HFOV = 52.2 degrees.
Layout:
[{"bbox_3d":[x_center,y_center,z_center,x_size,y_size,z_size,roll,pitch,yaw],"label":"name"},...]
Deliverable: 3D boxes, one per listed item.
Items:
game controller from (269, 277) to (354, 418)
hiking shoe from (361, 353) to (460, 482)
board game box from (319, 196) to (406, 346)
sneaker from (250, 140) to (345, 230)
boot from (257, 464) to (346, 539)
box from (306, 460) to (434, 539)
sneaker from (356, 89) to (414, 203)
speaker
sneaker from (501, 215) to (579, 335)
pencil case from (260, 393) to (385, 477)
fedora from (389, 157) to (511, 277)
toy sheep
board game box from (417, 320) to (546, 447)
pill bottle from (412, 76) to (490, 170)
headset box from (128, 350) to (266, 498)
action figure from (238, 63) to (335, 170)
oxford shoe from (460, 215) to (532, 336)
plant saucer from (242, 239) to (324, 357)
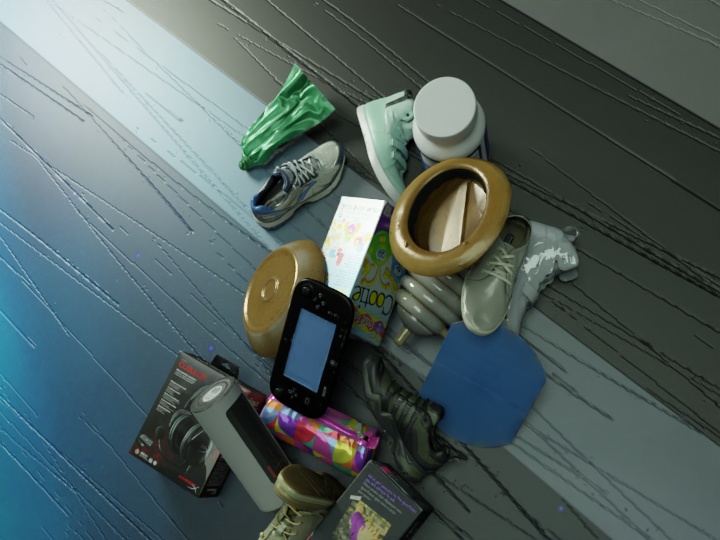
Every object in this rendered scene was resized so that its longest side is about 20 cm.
[{"bbox_3d":[-0.072,0.116,1.081,0.103,0.042,0.204,26,110,29],"label":"game controller"},{"bbox_3d":[0.075,0.208,1.103,0.099,0.076,0.203,-26,90,16],"label":"hiking shoe"},{"bbox_3d":[0.000,0.000,1.162,0.104,0.102,0.204,11,76,45],"label":"board game box"},{"bbox_3d":[-0.108,-0.151,1.256,0.199,0.085,0.077,-43,70,-1],"label":"sneaker"},{"bbox_3d":[-0.104,0.362,1.055,0.072,0.200,0.155,40,88,26],"label":"boot"},{"bbox_3d":[0.001,0.388,1.063,0.106,0.122,0.201,39,86,20],"label":"box"},{"bbox_3d":[0.072,-0.213,1.231,0.116,0.074,0.204,-22,69,14],"label":"sneaker"},{"bbox_3d":[-0.171,0.263,1.108,0.080,0.081,0.202,-28,108,4],"label":"speaker"},{"bbox_3d":[0.272,0.016,1.122,0.112,0.075,0.204,6,73,18],"label":"sneaker"},{"bbox_3d":[-0.060,0.246,1.137,0.196,0.088,0.090,19,80,17],"label":"pencil case"},{"bbox_3d":[0.136,-0.066,1.053,0.197,0.082,0.204,-16,52,22],"label":"fedora"},{"bbox_3d":[0.121,0.038,1.128,0.137,0.138,0.201,37,87,20],"label":"toy sheep"},{"bbox_3d":[0.183,0.165,1.101,0.156,0.039,0.203,27,114,10],"label":"board game box"},{"bbox_3d":[0.143,-0.209,1.149,0.113,0.200,0.119,-3,74,12],"label":"pill bottle"},{"bbox_3d":[-0.257,0.239,1.191,0.147,0.077,0.203,25,84,19],"label":"headset box"},{"bbox_3d":[-0.147,-0.254,1.310,0.200,0.055,0.119,-43,71,7],"label":"action figure"},{"bbox_3d":[0.197,-0.001,1.059,0.074,0.058,0.203,26,66,2],"label":"oxford shoe"},{"bbox_3d":[-0.134,0.037,1.178,0.199,0.035,0.204,-30,47,37],"label":"plant saucer"}]
